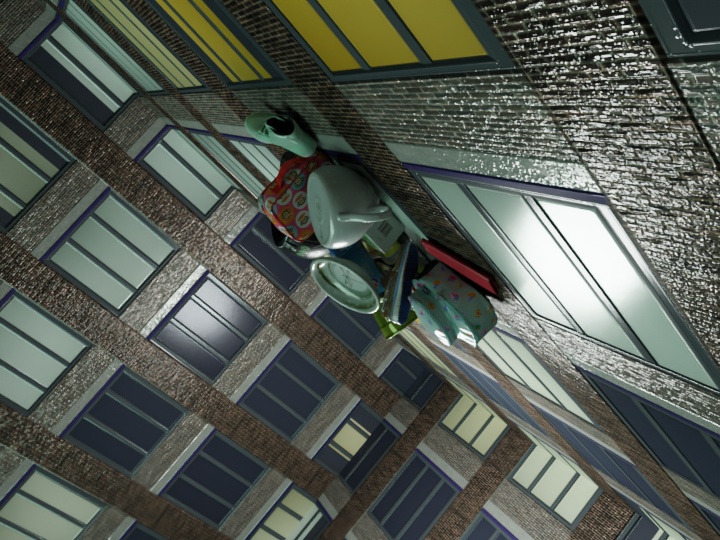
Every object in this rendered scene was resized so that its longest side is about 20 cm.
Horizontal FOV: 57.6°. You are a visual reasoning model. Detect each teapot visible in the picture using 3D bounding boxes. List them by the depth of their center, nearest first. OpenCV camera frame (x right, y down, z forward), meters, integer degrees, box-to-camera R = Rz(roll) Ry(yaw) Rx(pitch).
[{"bbox_3d":[-0.025,-0.146,1.451,0.197,0.146,0.200,113,142,-60],"label":"teapot"}]

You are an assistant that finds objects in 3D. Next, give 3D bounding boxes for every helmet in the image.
[{"bbox_3d":[-0.139,-0.132,1.848,0.190,0.200,0.200,4,-169,-27],"label":"helmet"}]

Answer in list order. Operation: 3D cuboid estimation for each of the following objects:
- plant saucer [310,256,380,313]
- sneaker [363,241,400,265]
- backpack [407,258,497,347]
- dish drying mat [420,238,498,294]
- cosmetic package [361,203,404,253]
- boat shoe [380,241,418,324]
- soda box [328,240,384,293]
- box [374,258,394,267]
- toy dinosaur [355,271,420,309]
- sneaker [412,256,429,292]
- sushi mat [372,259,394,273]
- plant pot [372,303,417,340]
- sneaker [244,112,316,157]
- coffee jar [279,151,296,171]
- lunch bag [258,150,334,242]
[{"bbox_3d":[-0.029,0.025,1.618,0.200,0.050,0.200,27,153,16],"label":"plant saucer"},{"bbox_3d":[0.041,-0.080,1.728,0.090,0.078,0.200,52,161,-27],"label":"sneaker"},{"bbox_3d":[0.220,0.091,1.555,0.200,0.153,0.176,31,161,35],"label":"backpack"},{"bbox_3d":[0.221,-0.012,1.456,0.200,0.018,0.077,34,171,37],"label":"dish drying mat"},{"bbox_3d":[0.002,-0.130,1.606,0.108,0.085,0.200,42,173,-39],"label":"cosmetic package"},{"bbox_3d":[0.085,0.025,1.574,0.072,0.200,0.072,13,-177,32],"label":"boat shoe"},{"bbox_3d":[0.000,0.000,1.689,0.064,0.068,0.200,27,156,49],"label":"soda box"},{"bbox_3d":[0.087,-0.026,1.817,0.100,0.075,0.200,40,175,-31],"label":"box"},{"bbox_3d":[0.088,0.071,1.648,0.088,0.200,0.047,59,-153,0],"label":"toy dinosaur"},{"bbox_3d":[0.178,0.057,1.708,0.078,0.090,0.200,-20,130,36],"label":"sneaker"},{"bbox_3d":[0.049,0.002,1.725,0.200,0.012,0.096,24,154,48],"label":"sushi mat"},{"bbox_3d":[0.098,0.074,1.987,0.193,0.200,0.200,52,173,2],"label":"plant pot"},{"bbox_3d":[-0.199,-0.331,1.472,0.200,0.074,0.118,26,174,25],"label":"sneaker"},{"bbox_3d":[-0.159,-0.197,1.657,0.085,0.200,0.104,-14,-147,-42],"label":"coffee jar"},{"bbox_3d":[-0.139,-0.186,1.546,0.082,0.200,0.176,32,165,43],"label":"lunch bag"}]
